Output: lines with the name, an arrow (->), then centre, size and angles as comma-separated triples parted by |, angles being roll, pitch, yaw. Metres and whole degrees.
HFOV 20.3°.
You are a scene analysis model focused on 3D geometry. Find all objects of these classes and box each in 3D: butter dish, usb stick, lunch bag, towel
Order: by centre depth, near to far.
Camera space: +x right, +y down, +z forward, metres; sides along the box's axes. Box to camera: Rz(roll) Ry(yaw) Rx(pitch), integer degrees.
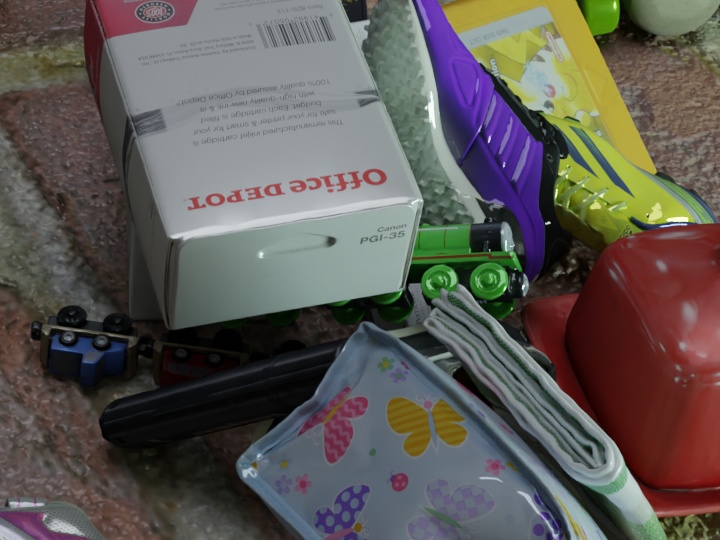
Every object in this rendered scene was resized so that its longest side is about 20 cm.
lunch bag -> 0.058, 0.147, 0.975 | 0.127, 0.170, 0.200 | -48, 54, -2
towel -> 0.108, 0.105, 1.053 | 0.031, 0.200, 0.149 | -38, 51, -5
usb stick -> -0.061, 0.067, 1.081 | 0.199, 0.033, 0.055 | -16, -5, 40
butter dish -> 0.219, 0.033, 1.190 | 0.198, 0.149, 0.200 | -3, 40, -16

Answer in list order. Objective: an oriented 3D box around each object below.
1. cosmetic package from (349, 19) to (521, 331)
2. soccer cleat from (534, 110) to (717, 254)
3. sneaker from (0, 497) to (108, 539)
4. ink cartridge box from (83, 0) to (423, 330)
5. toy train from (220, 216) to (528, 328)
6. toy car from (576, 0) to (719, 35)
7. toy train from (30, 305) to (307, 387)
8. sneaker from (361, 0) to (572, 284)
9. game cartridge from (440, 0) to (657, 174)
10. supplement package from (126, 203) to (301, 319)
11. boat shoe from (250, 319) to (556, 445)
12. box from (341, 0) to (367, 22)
cosmetic package -> 0.027, -0.057, 1.260 | 0.082, 0.051, 0.202 | -11, 78, -28
soccer cleat -> 0.153, -0.043, 1.299 | 0.199, 0.065, 0.084 | 22, 36, -22
sneaker -> -0.181, 0.157, 1.009 | 0.199, 0.082, 0.088 | 20, 37, 1
ink cartridge box -> -0.066, -0.075, 1.140 | 0.145, 0.083, 0.201 | -9, 52, -16
toy train -> 0.000, 0.000, 1.170 | 0.198, 0.042, 0.057 | -3, 66, 13
toy car -> 0.223, -0.292, 1.623 | 0.163, 0.159, 0.200 | -11, 29, -9
toy train -> -0.098, 0.057, 1.187 | 0.198, 0.034, 0.046 | 9, 48, -1
sneaker -> 0.072, -0.085, 1.224 | 0.099, 0.069, 0.202 | -19, 90, -29
game cartridge -> 0.092, -0.100, 1.352 | 0.199, 0.032, 0.177 | -21, 83, -34
supplement package -> -0.096, -0.074, 1.288 | 0.109, 0.114, 0.201 | 0, 39, -9
boat shoe -> 0.026, 0.077, 1.153 | 0.199, 0.072, 0.068 | -19, 41, -34
box -> -0.094, -0.187, 1.488 | 0.198, 0.049, 0.162 | 5, 35, -5
